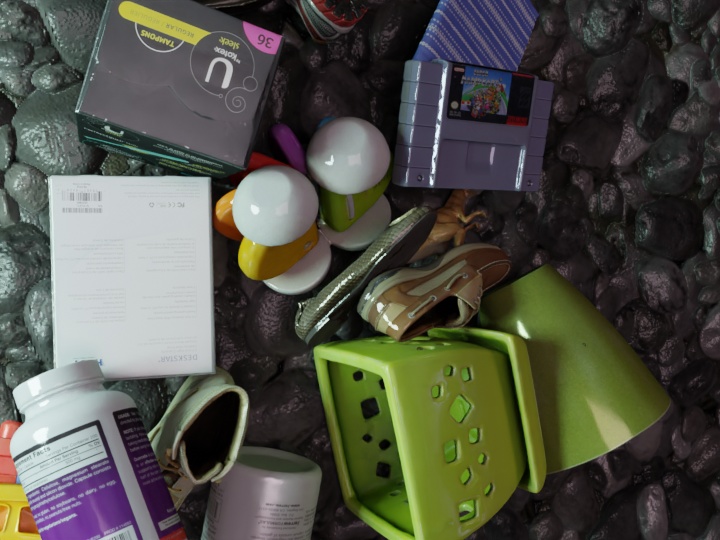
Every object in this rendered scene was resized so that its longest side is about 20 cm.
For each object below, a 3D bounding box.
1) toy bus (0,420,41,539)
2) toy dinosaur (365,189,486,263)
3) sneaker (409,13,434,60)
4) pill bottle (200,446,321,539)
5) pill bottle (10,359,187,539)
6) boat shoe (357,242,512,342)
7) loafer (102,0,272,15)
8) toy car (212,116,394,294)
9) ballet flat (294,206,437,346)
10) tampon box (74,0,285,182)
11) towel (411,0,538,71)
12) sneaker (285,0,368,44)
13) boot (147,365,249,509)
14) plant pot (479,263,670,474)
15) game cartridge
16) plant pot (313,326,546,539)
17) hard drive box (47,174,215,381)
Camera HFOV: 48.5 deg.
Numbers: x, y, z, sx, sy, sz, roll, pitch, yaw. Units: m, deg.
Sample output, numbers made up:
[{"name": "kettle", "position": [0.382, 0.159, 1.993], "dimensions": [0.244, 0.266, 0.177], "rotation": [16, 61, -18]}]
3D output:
[{"name": "toy bus", "position": [-0.362, 0.239, 0.755], "dimensions": [0.199, 0.136, 0.193], "rotation": [8, 76, -18]}, {"name": "toy dinosaur", "position": [0.087, -0.035, 0.925], "dimensions": [0.106, 0.060, 0.200], "rotation": [51, 58, -7]}, {"name": "sneaker", "position": [0.105, -0.207, 0.925], "dimensions": [0.092, 0.076, 0.201], "rotation": [18, 82, -41]}, {"name": "pill bottle", "position": [-0.113, 0.296, 0.840], "dimensions": [0.114, 0.114, 0.201], "rotation": [11, 89, -18]}, {"name": "pill bottle", "position": [-0.235, 0.186, 0.706], "dimensions": [0.112, 0.112, 0.201], "rotation": [-21, 80, -16]}, {"name": "boat shoe", "position": [0.090, 0.030, 0.853], "dimensions": [0.200, 0.076, 0.074], "rotation": [-19, 54, -33]}, {"name": "loafer", "position": [-0.168, -0.288, 0.792], "dimensions": [0.199, 0.071, 0.073], "rotation": [-8, 104, 3]}, {"name": "toy car", "position": [-0.064, -0.085, 0.836], "dimensions": [0.200, 0.175, 0.150], "rotation": [-36, 66, -13]}, {"name": "ballet flat", "position": [0.000, 0.000, 0.834], "dimensions": [0.200, 0.067, 0.046], "rotation": [-46, 66, 18]}, {"name": "tampon box", "position": [-0.177, -0.169, 0.755], "dimensions": [0.149, 0.200, 0.127], "rotation": [17, 87, -19]}, {"name": "towel", "position": [0.129, -0.256, 0.885], "dimensions": [0.145, 0.024, 0.200], "rotation": [40, 64, -38]}, {"name": "sneaker", "position": [-0.070, -0.331, 0.851], "dimensions": [0.078, 0.082, 0.200], "rotation": [-21, 81, -29]}, {"name": "boot", "position": [-0.178, 0.193, 0.792], "dimensions": [0.072, 0.155, 0.200], "rotation": [32, 81, -16]}, {"name": "plant pot", "position": [0.222, 0.101, 0.924], "dimensions": [0.187, 0.187, 0.200], "rotation": [-27, 87, -15]}, {"name": "game cartridge", "position": [0.125, -0.151, 0.849], "dimensions": [0.199, 0.038, 0.130], "rotation": [-3, 108, -36]}, {"name": "plant pot", "position": [0.079, 0.160, 0.861], "dimensions": [0.181, 0.200, 0.200], "rotation": [-14, 97, -25]}, {"name": "hard drive box", "position": [-0.230, 0.006, 0.809], "dimensions": [0.155, 0.077, 0.201], "rotation": [-1, 92, -18]}]
